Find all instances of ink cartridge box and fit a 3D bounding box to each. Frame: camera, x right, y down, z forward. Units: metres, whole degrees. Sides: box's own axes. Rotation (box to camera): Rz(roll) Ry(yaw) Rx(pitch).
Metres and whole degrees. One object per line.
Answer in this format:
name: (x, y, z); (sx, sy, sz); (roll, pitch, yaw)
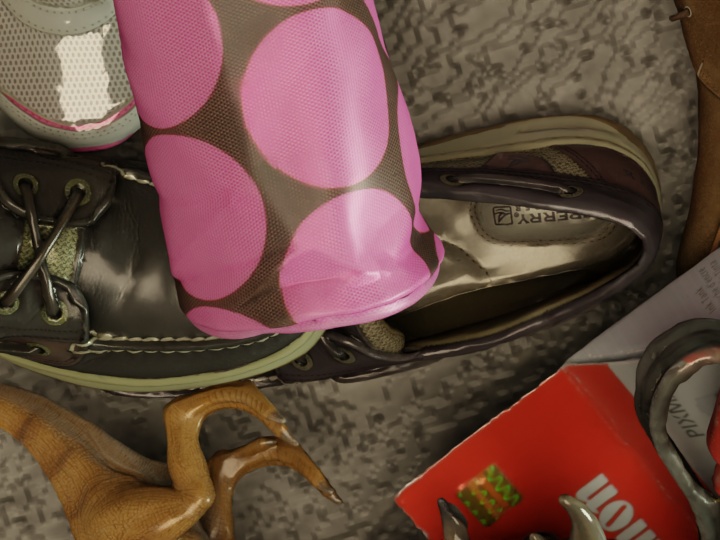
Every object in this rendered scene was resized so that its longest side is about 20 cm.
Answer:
ink cartridge box: (0.136, 0.069, 0.940); (0.200, 0.050, 0.162); (-38, 124, 4)

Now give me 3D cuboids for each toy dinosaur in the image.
toy dinosaur: (-0.069, 0.076, 0.930); (0.106, 0.060, 0.200); (-38, 77, -4)

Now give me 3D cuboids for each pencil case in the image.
pencil case: (-0.030, -0.084, 0.832); (0.091, 0.094, 0.200); (-10, 99, 3)

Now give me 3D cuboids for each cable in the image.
cable: (0.119, 0.084, 0.904); (0.097, 0.050, 0.200); (6, 129, -11)

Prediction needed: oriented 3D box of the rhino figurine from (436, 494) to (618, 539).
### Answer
rhino figurine: (0.034, 0.135, 0.942); (0.087, 0.060, 0.200); (14, 136, -9)

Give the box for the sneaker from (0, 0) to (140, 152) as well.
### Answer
sneaker: (-0.101, -0.130, 0.890); (0.081, 0.088, 0.200); (-11, 104, 1)

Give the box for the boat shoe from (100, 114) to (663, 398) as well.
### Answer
boat shoe: (0.000, 0.000, 0.938); (0.200, 0.065, 0.072); (-12, 107, 2)

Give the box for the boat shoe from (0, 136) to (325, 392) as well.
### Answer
boat shoe: (-0.109, -0.005, 0.905); (0.201, 0.066, 0.072); (9, 86, 15)

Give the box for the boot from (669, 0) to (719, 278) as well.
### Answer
boot: (0.126, -0.081, 0.934); (0.075, 0.074, 0.200); (22, 110, 24)
